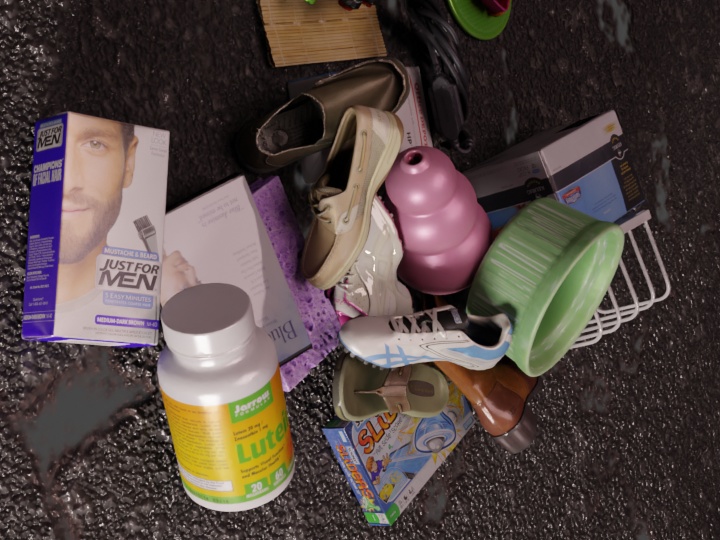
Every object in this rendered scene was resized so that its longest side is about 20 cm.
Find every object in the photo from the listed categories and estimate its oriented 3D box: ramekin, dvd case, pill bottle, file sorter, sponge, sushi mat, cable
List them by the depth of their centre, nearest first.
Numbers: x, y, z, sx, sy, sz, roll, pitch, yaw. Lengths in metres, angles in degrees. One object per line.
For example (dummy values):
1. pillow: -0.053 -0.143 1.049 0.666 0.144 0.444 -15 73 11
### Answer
1. pill bottle: -0.127 0.116 1.266 0.111 0.111 0.200 -43 137 -42
2. dvd case: -0.139 0.022 1.347 0.143 0.018 0.200 -31 110 -29
3. sponge: -0.090 0.014 1.425 0.112 0.030 0.200 -41 116 -43
4. sushi mat: -0.043 -0.281 1.524 0.200 0.012 0.096 -16 97 -49
5. ramekin: 0.209 0.013 1.570 0.200 0.098 0.200 -44 153 -29
6. cable: 0.094 -0.239 1.592 0.163 0.051 0.200 -95 169 -71
7. file sorter: 0.291 0.018 1.766 0.200 0.139 0.125 -24 95 -47

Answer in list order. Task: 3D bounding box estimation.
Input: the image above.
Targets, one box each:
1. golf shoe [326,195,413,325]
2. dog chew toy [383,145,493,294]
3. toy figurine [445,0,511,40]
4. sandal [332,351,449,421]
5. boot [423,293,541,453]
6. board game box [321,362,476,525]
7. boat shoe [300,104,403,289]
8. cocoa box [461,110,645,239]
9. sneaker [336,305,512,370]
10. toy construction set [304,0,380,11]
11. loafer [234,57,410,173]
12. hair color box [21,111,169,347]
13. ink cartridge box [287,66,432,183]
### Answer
1. golf shoe: 0.000 0.000 1.489 0.092 0.075 0.200 -32 118 -35
2. dog chew toy: 0.079 -0.062 1.522 0.200 0.124 0.125 67 39 -52
3. toy figurine: 0.222 -0.403 1.713 0.150 0.184 0.200 32 62 -42
4. sandal: 0.040 0.124 1.488 0.201 0.057 0.080 5 82 -48
5. boot: 0.132 0.099 1.631 0.200 0.068 0.188 48 31 -22
6. board game box: 0.048 0.177 1.561 0.200 0.034 0.135 -45 117 -42
7. boat shoe: -0.024 -0.076 1.397 0.065 0.072 0.200 10 112 -39
8. cocoa box: 0.250 -0.105 1.742 0.200 0.133 0.131 -30 101 -47
9. sneaker: 0.070 0.066 1.464 0.200 0.073 0.072 3 39 -23
10. toy construction set: -0.029 -0.351 1.493 0.131 0.092 0.200 39 39 7
11. loafer: -0.033 -0.159 1.406 0.200 0.070 0.075 -31 97 -9
12. hair color box: -0.237 -0.034 1.225 0.109 0.065 0.200 7 80 -41
13. ink cartridge box: 0.016 -0.169 1.539 0.200 0.067 0.116 -15 96 -48
